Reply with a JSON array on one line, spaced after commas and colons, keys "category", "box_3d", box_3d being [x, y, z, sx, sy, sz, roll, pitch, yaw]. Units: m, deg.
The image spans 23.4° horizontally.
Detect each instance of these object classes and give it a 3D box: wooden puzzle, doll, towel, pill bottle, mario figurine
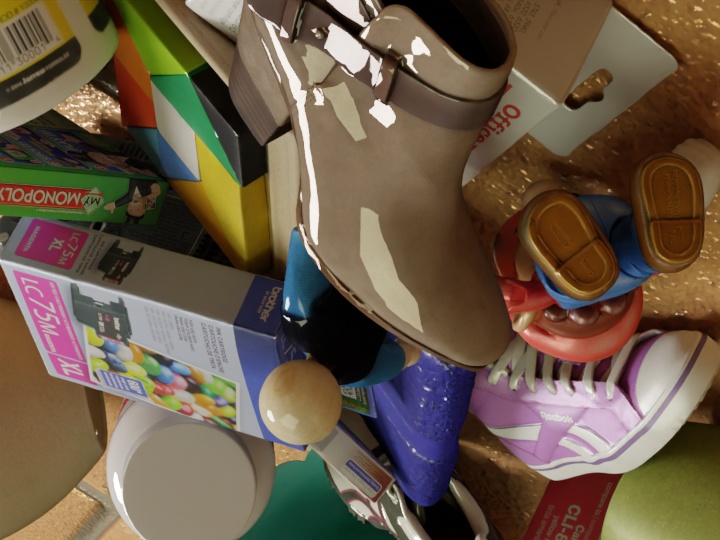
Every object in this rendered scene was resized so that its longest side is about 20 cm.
[{"category": "wooden puzzle", "box_3d": [-0.085, -0.076, 0.910, 0.185, 0.037, 0.201, 50, 163, 27]}, {"category": "doll", "box_3d": [0.000, 0.000, 0.858, 0.048, 0.201, 0.137, 1, 140, 26]}, {"category": "towel", "box_3d": [0.020, 0.038, 1.016, 0.148, 0.049, 0.201, 53, 161, 22]}, {"category": "pill bottle", "box_3d": [-0.112, 0.123, 1.166, 0.112, 0.113, 0.200, 34, -177, -7]}, {"category": "pill bottle", "box_3d": [-0.210, -0.174, 0.849, 0.113, 0.114, 0.201, 0, 124, 43]}, {"category": "mario figurine", "box_3d": [0.100, -0.021, 0.841, 0.122, 0.107, 0.200, 17, 171, -1]}]

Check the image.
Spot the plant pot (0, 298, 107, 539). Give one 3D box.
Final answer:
[{"category": "plant pot", "box_3d": [-0.266, 0.106, 1.322, 0.133, 0.202, 0.201, -11, 145, -2]}]

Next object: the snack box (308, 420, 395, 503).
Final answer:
[{"category": "snack box", "box_3d": [-0.038, 0.089, 1.130, 0.072, 0.024, 0.200, 43, 177, -22]}]

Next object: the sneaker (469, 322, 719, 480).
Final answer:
[{"category": "sneaker", "box_3d": [0.113, 0.058, 0.986, 0.114, 0.073, 0.200, 39, 150, -9]}]

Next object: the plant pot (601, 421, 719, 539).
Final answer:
[{"category": "plant pot", "box_3d": [0.237, 0.169, 0.953, 0.199, 0.187, 0.188, 28, 154, 32]}]

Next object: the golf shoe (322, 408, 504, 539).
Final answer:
[{"category": "golf shoe", "box_3d": [0.037, 0.140, 1.130, 0.200, 0.077, 0.089, 47, 162, 36]}]

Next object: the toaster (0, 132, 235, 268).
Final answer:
[{"category": "toaster", "box_3d": [-0.118, 0.003, 1.072, 0.198, 0.114, 0.130, 14, 151, 22]}]

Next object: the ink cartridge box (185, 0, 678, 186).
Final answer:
[{"category": "ink cartridge box", "box_3d": [0.032, -0.109, 0.798, 0.199, 0.068, 0.116, 36, 150, -9]}]

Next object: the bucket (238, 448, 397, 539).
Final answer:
[{"category": "bucket", "box_3d": [0.011, 0.234, 1.225, 0.205, 0.209, 0.135, 16, 159, 24]}]

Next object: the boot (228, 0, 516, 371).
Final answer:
[{"category": "boot", "box_3d": [0.022, -0.057, 0.721, 0.200, 0.070, 0.146, 47, 146, -3]}]

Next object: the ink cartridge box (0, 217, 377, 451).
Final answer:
[{"category": "ink cartridge box", "box_3d": [-0.092, 0.039, 0.955, 0.198, 0.042, 0.120, 13, 147, 15]}]

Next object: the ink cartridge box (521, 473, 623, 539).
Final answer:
[{"category": "ink cartridge box", "box_3d": [0.211, 0.214, 1.120, 0.198, 0.084, 0.146, 17, 148, 24]}]

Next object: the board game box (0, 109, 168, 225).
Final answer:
[{"category": "board game box", "box_3d": [-0.218, -0.078, 0.979, 0.134, 0.029, 0.199, 2, -158, -44]}]
